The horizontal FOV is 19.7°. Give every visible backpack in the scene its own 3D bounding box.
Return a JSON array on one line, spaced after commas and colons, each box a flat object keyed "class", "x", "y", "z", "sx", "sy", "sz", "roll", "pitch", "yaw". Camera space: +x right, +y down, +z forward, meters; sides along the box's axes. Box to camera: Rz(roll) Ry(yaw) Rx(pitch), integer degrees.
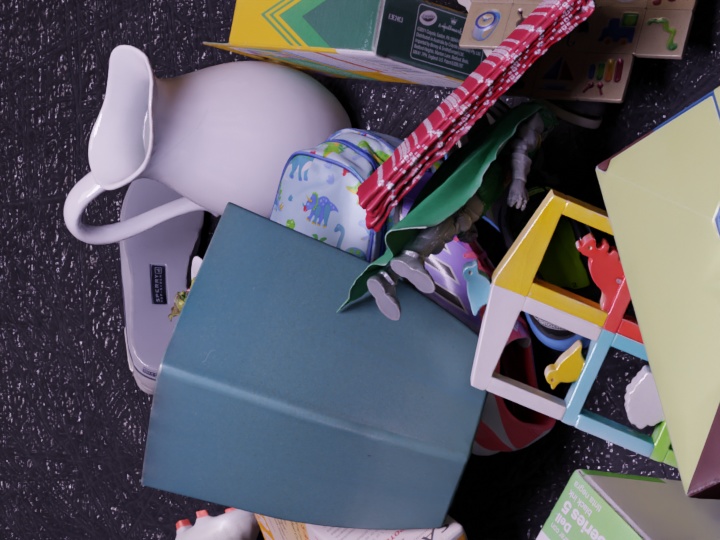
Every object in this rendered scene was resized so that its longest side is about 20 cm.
[{"class": "backpack", "x": 0.000, "y": 0.000, "z": 1.489, "sx": 0.163, "sy": 0.153, "sz": 0.201, "roll": 27, "pitch": 92, "yaw": 52}]

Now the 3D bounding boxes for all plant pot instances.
[{"class": "plant pot", "x": -0.022, "y": 0.079, "z": 1.336, "sx": 0.142, "sy": 0.198, "sz": 0.142, "roll": 105, "pitch": -175, "yaw": -52}]

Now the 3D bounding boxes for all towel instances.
[{"class": "towel", "x": 0.070, "y": -0.106, "z": 1.316, "sx": 0.200, "sy": 0.022, "sz": 0.145, "roll": -45, "pitch": 5, "yaw": 4}]

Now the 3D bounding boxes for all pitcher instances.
[{"class": "pitcher", "x": -0.118, "y": -0.083, "z": 1.575, "sx": 0.172, "sy": 0.199, "sz": 0.122, "roll": -55, "pitch": 48, "yaw": 32}]

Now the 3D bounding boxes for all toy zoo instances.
[{"class": "toy zoo", "x": 0.155, "y": 0.036, "z": 1.277, "sx": 0.020, "sy": 0.199, "sz": 0.132, "roll": -84, "pitch": 17, "yaw": -76}]

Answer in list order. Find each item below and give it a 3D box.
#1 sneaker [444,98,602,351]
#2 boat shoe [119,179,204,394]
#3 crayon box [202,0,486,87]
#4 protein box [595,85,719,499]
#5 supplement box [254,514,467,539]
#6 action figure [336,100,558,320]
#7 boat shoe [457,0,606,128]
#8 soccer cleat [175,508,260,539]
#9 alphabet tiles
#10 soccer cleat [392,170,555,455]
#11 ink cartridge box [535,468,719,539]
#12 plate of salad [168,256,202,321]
[{"class": "sneaker", "x": 0.116, "y": -0.044, "z": 1.389, "sx": 0.083, "sy": 0.070, "sz": 0.201, "roll": 100, "pitch": 150, "yaw": -59}, {"class": "boat shoe", "x": -0.167, "y": 0.008, "z": 1.712, "sx": 0.070, "sy": 0.070, "sz": 0.202, "roll": 116, "pitch": 153, "yaw": -58}, {"class": "crayon box", "x": -0.006, "y": -0.174, "z": 1.525, "sx": 0.199, "sy": 0.125, "sz": 0.052, "roll": 10, "pitch": 89, "yaw": 48}, {"class": "protein box", "x": 0.263, "y": 0.014, "z": 1.136, "sx": 0.135, "sy": 0.199, "sz": 0.200, "roll": -33, "pitch": 60, "yaw": 39}, {"class": "supplement box", "x": 0.001, "y": 0.192, "z": 1.438, "sx": 0.073, "sy": 0.127, "sz": 0.200, "roll": -36, "pitch": 41, "yaw": -18}, {"class": "action figure", "x": 0.071, "y": -0.050, "z": 1.309, "sx": 0.055, "sy": 0.200, "sz": 0.118, "roll": 46, "pitch": 142, "yaw": -6}, {"class": "boat shoe", "x": 0.120, "y": -0.177, "z": 1.429, "sx": 0.063, "sy": 0.072, "sz": 0.201, "roll": -56, "pitch": 42, "yaw": 28}, {"class": "soccer cleat", "x": -0.123, "y": 0.241, "z": 1.613, "sx": 0.200, "sy": 0.069, "sz": 0.078, "roll": -46, "pitch": 62, "yaw": 50}, {"class": "alphabet tiles", "x": 0.154, "y": -0.206, "z": 1.385, "sx": 0.165, "sy": 0.006, "sz": 0.202, "roll": 6, "pitch": 71, "yaw": 32}, {"class": "soccer cleat", "x": 0.080, "y": 0.025, "z": 1.407, "sx": 0.073, "sy": 0.068, "sz": 0.202, "roll": -16, "pitch": 90, "yaw": 50}, {"class": "ink cartridge box", "x": 0.153, "y": 0.229, "z": 1.256, "sx": 0.084, "sy": 0.145, "sz": 0.201, "roll": 45, "pitch": 115, "yaw": 42}, {"class": "plate of salad", "x": -0.106, "y": 0.089, "z": 1.575, "sx": 0.200, "sy": 0.048, "sz": 0.202, "roll": 163, "pitch": 90, "yaw": -78}]
